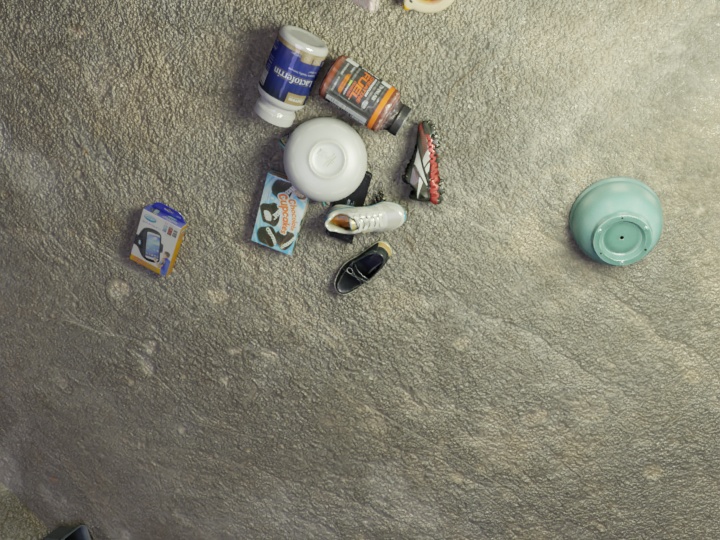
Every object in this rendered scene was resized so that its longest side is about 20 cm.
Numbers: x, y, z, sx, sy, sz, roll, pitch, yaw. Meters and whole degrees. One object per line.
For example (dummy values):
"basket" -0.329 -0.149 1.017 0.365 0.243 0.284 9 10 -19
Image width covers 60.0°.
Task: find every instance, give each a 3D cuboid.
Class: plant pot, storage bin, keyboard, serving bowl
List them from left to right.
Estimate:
"storage bin" -1.154 1.107 2.446 0.134 0.146 0.200 -4 105 27
"serving bowl" -0.080 -0.259 1.455 0.200 0.066 0.200 -1 98 -6
"keyboard" -0.007 -0.156 1.563 0.127 0.021 0.200 21 121 5
"plant pot" 0.570 -0.092 1.380 0.200 0.134 0.201 6 118 12

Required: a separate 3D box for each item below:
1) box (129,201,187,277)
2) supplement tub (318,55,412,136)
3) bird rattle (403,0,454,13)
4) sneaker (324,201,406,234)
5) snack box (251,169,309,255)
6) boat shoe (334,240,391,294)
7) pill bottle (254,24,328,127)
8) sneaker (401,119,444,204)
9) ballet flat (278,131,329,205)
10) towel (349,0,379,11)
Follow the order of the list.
"box" -0.559 -0.089 1.730 0.119 0.041 0.200 27 122 0
"supplement tub" 0.015 -0.383 1.390 0.200 0.107 0.107 32 120 -4
"bird rattle" 0.147 -0.610 1.264 0.200 0.113 0.163 -5 128 2
"sneaker" 0.011 -0.121 1.519 0.200 0.081 0.077 -2 114 15
"snack box" -0.203 -0.147 1.608 0.116 0.037 0.200 21 120 3
"boat shoe" 0.000 0.000 1.618 0.075 0.062 0.200 44 120 -12
"pill bottle" -0.161 -0.433 1.404 0.116 0.116 0.200 29 121 -1
"sneaker" 0.140 -0.247 1.447 0.098 0.071 0.201 -2 118 13
"ballet flat" -0.115 -0.253 1.518 0.072 0.072 0.200 -27 108 25
"towel" -0.021 -0.643 1.239 0.200 0.032 0.191 40 139 26
